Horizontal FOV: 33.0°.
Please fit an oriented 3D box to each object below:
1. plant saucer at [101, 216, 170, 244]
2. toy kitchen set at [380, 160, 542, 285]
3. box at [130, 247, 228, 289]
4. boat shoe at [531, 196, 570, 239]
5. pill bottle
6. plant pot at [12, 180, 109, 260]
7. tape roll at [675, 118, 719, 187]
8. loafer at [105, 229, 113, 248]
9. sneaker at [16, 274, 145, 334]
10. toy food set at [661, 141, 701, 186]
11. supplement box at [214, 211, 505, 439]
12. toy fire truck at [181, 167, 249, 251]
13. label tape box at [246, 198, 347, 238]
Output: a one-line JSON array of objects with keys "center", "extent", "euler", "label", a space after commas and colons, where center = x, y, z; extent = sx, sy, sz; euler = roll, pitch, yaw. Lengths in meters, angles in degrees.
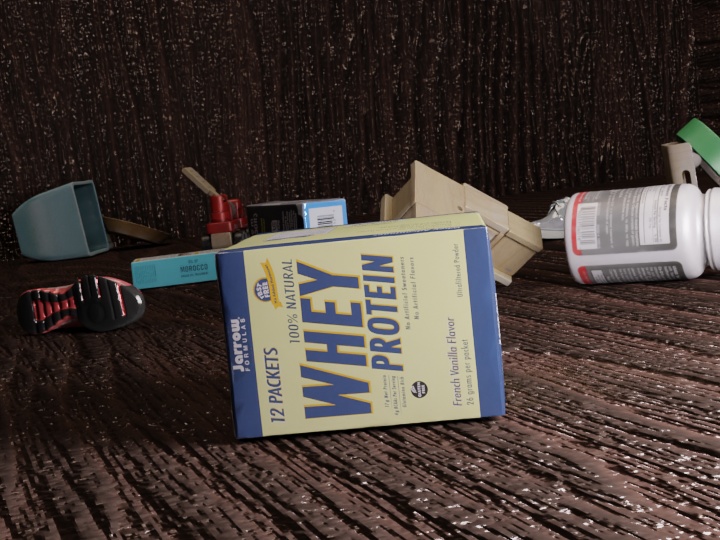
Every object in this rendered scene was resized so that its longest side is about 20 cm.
[{"center": [-0.628, -0.107, 3.389], "extent": [0.198, 0.036, 0.200], "euler": [14, -4, 1], "label": "plant saucer"}, {"center": [0.104, 0.011, 1.522], "extent": [0.199, 0.182, 0.163], "euler": [25, -49, -21], "label": "toy kitchen set"}, {"center": [-0.301, -0.005, 2.148], "extent": [0.198, 0.050, 0.082], "euler": [-7, 6, -5], "label": "box"}, {"center": [0.373, -0.098, 2.208], "extent": [0.199, 0.072, 0.070], "euler": [-9, 6, -25], "label": "boat shoe"}, {"center": [0.355, -0.045, 1.467], "extent": [0.198, 0.115, 0.114], "euler": [-3, 6, 26], "label": "pill bottle"}, {"center": [-0.812, -0.120, 3.257], "extent": [0.198, 0.198, 0.196], "euler": [-13, 5, 5], "label": "plant pot"}, {"center": [0.675, -0.197, 2.277], "extent": [0.048, 0.201, 0.200], "euler": [-42, -1, 11], "label": "tape roll"}, {"center": [-0.782, -0.090, 3.463], "extent": [0.198, 0.070, 0.075], "euler": [-3, 6, 31], "label": "loafer"}, {"center": [-0.362, 0.041, 1.631], "extent": [0.198, 0.075, 0.087], "euler": [-4, 5, 26], "label": "sneaker"}, {"center": [0.604, -0.167, 2.263], "extent": [0.060, 0.145, 0.200], "euler": [-10, 4, 11], "label": "toy food set"}, {"center": [0.005, 0.034, 0.942], "extent": [0.198, 0.136, 0.200], "euler": [-6, 5, 5], "label": "supplement box"}, {"center": [-0.333, -0.144, 2.821], "extent": [0.127, 0.202, 0.176], "euler": [-5, 6, 4], "label": "toy fire truck"}, {"center": [-0.089, -0.010, 1.458], "extent": [0.066, 0.145, 0.199], "euler": [-9, 7, -36], "label": "label tape box"}]
